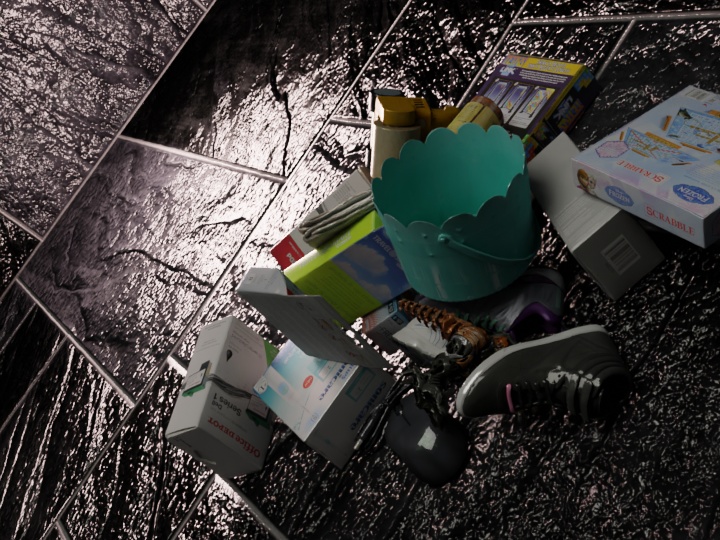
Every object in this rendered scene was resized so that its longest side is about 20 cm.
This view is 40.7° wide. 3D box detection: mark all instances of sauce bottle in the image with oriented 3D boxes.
[{"bbox_3d":[0.128,-0.164,1.390,0.200,0.066,0.066,-48,28,-19],"label":"sauce bottle"}]

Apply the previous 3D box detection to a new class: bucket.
[{"bbox_3d":[0.122,-0.070,1.197,0.203,0.136,0.209,-14,37,10],"label":"bucket"}]

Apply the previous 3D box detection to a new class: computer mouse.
[{"bbox_3d":[0.064,0.202,1.245,0.139,0.053,0.199,-53,30,-4],"label":"computer mouse"}]

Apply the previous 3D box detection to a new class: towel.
[{"bbox_3d":[-0.013,-0.065,1.390,0.131,0.200,0.035,-26,78,3],"label":"towel"}]

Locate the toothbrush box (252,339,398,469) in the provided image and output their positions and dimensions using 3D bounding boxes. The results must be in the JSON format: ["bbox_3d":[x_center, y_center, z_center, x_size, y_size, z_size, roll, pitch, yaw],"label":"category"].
[{"bbox_3d":[-0.053,0.170,1.404,0.147,0.085,0.199,-52,32,-4],"label":"toothbrush box"}]

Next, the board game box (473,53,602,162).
[{"bbox_3d":[0.244,-0.241,1.469,0.166,0.057,0.200,-51,30,-3],"label":"board game box"}]

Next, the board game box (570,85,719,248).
[{"bbox_3d":[0.373,-0.123,1.076,0.198,0.042,0.200,-30,36,-17],"label":"board game box"}]

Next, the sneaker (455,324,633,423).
[{"bbox_3d":[0.206,0.128,1.056,0.197,0.072,0.099,-20,33,-10],"label":"sneaker"}]

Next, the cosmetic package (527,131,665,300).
[{"bbox_3d":[0.280,-0.072,1.193,0.090,0.107,0.201,-42,30,13],"label":"cosmetic package"}]

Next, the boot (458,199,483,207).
[{"bbox_3d":[0.114,-0.089,1.409,0.198,0.073,0.166,-22,10,29],"label":"boot"}]

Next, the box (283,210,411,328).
[{"bbox_3d":[0.000,0.000,1.351,0.198,0.122,0.048,-31,37,29],"label":"box"}]

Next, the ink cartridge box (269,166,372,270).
[{"bbox_3d":[-0.032,-0.069,1.567,0.199,0.083,0.147,-42,-7,17],"label":"ink cartridge box"}]

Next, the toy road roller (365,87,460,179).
[{"bbox_3d":[0.084,-0.197,1.452,0.201,0.143,0.125,-97,10,-67],"label":"toy road roller"}]

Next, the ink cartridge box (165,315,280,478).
[{"bbox_3d":[-0.202,0.199,1.514,0.083,0.146,0.203,-21,43,38],"label":"ink cartridge box"}]

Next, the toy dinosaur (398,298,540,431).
[{"bbox_3d":[0.121,0.114,1.161,0.136,0.103,0.199,-43,52,-13],"label":"toy dinosaur"}]

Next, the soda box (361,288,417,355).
[{"bbox_3d":[0.042,0.026,1.451,0.068,0.063,0.202,-35,35,24],"label":"soda box"}]

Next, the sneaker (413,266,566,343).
[{"bbox_3d":[0.159,0.053,1.214,0.196,0.075,0.089,-11,55,19],"label":"sneaker"}]

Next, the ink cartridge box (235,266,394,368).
[{"bbox_3d":[-0.055,0.060,1.289,0.198,0.160,0.048,2,53,51],"label":"ink cartridge box"}]

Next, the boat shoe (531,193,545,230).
[{"bbox_3d":[0.180,-0.019,1.305,0.200,0.073,0.074,-45,34,-1],"label":"boat shoe"}]

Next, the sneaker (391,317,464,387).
[{"bbox_3d":[0.116,0.093,1.276,0.087,0.075,0.199,-49,31,-9],"label":"sneaker"}]
